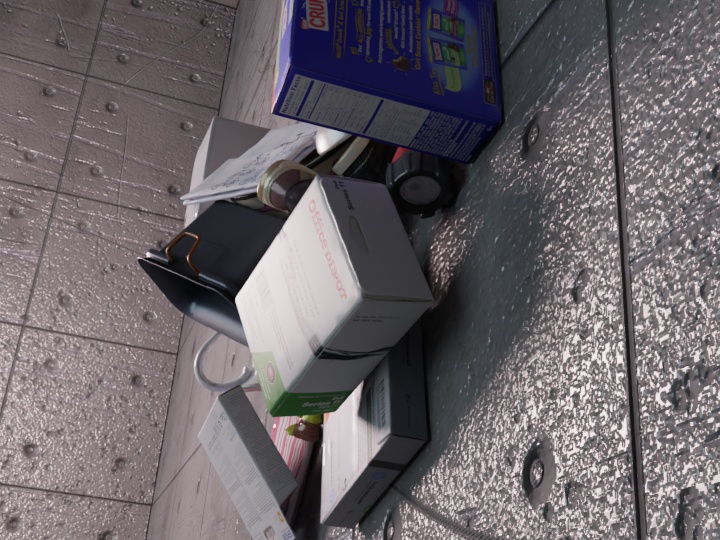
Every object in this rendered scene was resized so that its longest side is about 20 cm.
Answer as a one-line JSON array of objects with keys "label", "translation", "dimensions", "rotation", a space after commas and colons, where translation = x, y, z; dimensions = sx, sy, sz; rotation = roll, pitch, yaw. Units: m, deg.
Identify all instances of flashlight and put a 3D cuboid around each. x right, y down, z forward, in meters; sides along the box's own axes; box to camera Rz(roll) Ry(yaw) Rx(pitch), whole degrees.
[{"label": "flashlight", "translation": [0.059, -0.142, 0.946], "dimensions": [0.200, 0.068, 0.068], "rotation": [-90, -20, -46]}]

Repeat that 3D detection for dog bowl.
[{"label": "dog bowl", "translation": [-0.075, -0.123, 1.203], "dimensions": [0.074, 0.200, 0.200], "rotation": [61, 178, -21]}]

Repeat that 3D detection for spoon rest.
[{"label": "spoon rest", "translation": [0.003, -0.199, 1.112], "dimensions": [0.099, 0.061, 0.200], "rotation": [-31, 22, 35]}]

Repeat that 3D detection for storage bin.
[{"label": "storage bin", "translation": [-0.158, -0.010, 1.124], "dimensions": [0.200, 0.146, 0.134], "rotation": [18, 61, 41]}]

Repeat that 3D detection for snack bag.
[{"label": "snack bag", "translation": [-0.118, -0.152, 1.192], "dimensions": [0.188, 0.021, 0.200], "rotation": [-5, 32, 48]}]

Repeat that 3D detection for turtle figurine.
[{"label": "turtle figurine", "translation": [-0.047, 0.111, 1.091], "dimensions": [0.200, 0.064, 0.162], "rotation": [-87, 5, -72]}]

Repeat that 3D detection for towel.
[{"label": "towel", "translation": [-0.104, 0.250, 1.266], "dimensions": [0.200, 0.030, 0.147], "rotation": [-145, 67, -73]}]

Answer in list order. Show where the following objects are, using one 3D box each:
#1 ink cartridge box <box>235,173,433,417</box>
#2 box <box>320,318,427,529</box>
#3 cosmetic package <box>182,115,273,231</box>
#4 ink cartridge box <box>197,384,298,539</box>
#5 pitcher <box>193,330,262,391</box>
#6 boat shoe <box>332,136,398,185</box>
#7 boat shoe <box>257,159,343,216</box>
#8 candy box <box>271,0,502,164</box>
[{"label": "ink cartridge box", "translation": [-0.032, 0.027, 0.878], "dimensions": [0.200, 0.083, 0.147], "rotation": [-52, 47, 41]}, {"label": "box", "translation": [0.009, 0.149, 0.929], "dimensions": [0.200, 0.041, 0.156], "rotation": [120, 157, -45]}, {"label": "cosmetic package", "translation": [-0.160, -0.118, 1.430], "dimensions": [0.165, 0.200, 0.165], "rotation": [148, 132, -68]}, {"label": "ink cartridge box", "translation": [-0.138, 0.267, 1.186], "dimensions": [0.200, 0.043, 0.196], "rotation": [57, 153, 12]}, {"label": "pitcher", "translation": [-0.122, 0.071, 1.206], "dimensions": [0.121, 0.171, 0.201], "rotation": [139, 140, -73]}, {"label": "boat shoe", "translation": [0.028, -0.135, 1.030], "dimensions": [0.075, 0.066, 0.199], "rotation": [-47, 5, 22]}, {"label": "boat shoe", "translation": [-0.027, -0.070, 1.006], "dimensions": [0.065, 0.200, 0.072], "rotation": [43, 107, 34]}, {"label": "candy box", "translation": [0.024, -0.204, 0.854], "dimensions": [0.077, 0.200, 0.169], "rotation": [125, 153, -53]}]
